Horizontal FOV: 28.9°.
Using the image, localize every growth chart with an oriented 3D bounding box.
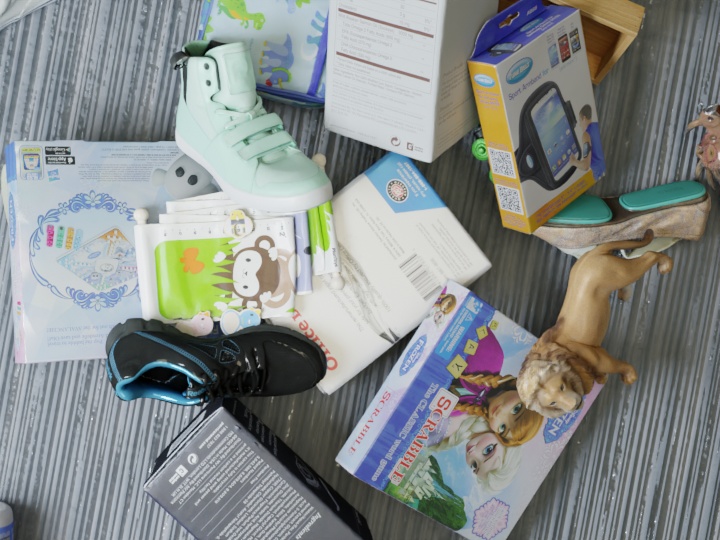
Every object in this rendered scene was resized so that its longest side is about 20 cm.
[{"bbox_3d":[-0.112,-0.013,1.275,0.199,0.018,0.145,-15,88,-1],"label":"growth chart"}]

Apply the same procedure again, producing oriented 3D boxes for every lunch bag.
[{"bbox_3d":[-0.063,-0.261,1.324,0.160,0.082,0.201,16,91,-7],"label":"lunch bag"}]

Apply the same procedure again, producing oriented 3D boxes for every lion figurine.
[{"bbox_3d":[0.211,0.043,1.291,0.122,0.072,0.201,19,81,-35],"label":"lion figurine"}]

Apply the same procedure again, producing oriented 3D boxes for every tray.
[{"bbox_3d":[0.158,-0.252,1.326,0.200,0.099,0.037,23,66,-4],"label":"tray"}]

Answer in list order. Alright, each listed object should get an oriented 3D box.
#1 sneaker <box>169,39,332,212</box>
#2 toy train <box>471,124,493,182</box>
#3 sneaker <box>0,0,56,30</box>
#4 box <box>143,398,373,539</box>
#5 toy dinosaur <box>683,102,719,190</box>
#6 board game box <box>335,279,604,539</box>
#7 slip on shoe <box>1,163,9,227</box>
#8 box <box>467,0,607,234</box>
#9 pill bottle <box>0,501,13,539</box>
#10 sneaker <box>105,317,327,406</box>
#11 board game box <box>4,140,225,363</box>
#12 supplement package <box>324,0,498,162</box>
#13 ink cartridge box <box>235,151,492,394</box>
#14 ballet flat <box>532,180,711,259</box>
[{"bbox_3d":[-0.100,-0.133,1.223,0.074,0.200,0.118,-25,133,-34],"label":"sneaker"},{"bbox_3d":[0.106,-0.170,1.347,0.056,0.042,0.200,-33,94,31],"label":"toy train"},{"bbox_3d":[-0.320,-0.274,1.309,0.200,0.071,0.073,-41,93,-2],"label":"sneaker"},{"bbox_3d":[-0.091,0.219,1.297,0.200,0.148,0.104,44,88,-3],"label":"box"},{"bbox_3d":[0.384,-0.077,1.360,0.135,0.086,0.201,-5,108,7],"label":"toy dinosaur"},{"bbox_3d":[0.107,0.142,1.320,0.199,0.041,0.200,33,89,-32],"label":"board game box"},{"bbox_3d":[-0.283,-0.014,1.324,0.061,0.074,0.200,-29,93,-23],"label":"slip on shoe"},{"bbox_3d":[0.164,-0.148,1.282,0.119,0.041,0.200,-37,129,-29],"label":"box"},{"bbox_3d":[-0.381,0.320,1.297,0.113,0.114,0.201,1,92,-4],"label":"pill bottle"},{"bbox_3d":[-0.127,0.094,1.243,0.199,0.082,0.073,2,120,-10],"label":"sneaker"},{"bbox_3d":[-0.222,-0.019,1.293,0.199,0.043,0.200,-2,86,-27],"label":"board game box"},{"bbox_3d":[0.048,-0.220,1.248,0.117,0.117,0.200,20,125,25],"label":"supplement package"},{"bbox_3d":[0.000,0.000,1.330,0.200,0.084,0.145,-38,93,-2],"label":"ink cartridge box"},{"bbox_3d":[0.244,-0.040,1.359,0.199,0.068,0.067,-5,119,-2],"label":"ballet flat"}]
